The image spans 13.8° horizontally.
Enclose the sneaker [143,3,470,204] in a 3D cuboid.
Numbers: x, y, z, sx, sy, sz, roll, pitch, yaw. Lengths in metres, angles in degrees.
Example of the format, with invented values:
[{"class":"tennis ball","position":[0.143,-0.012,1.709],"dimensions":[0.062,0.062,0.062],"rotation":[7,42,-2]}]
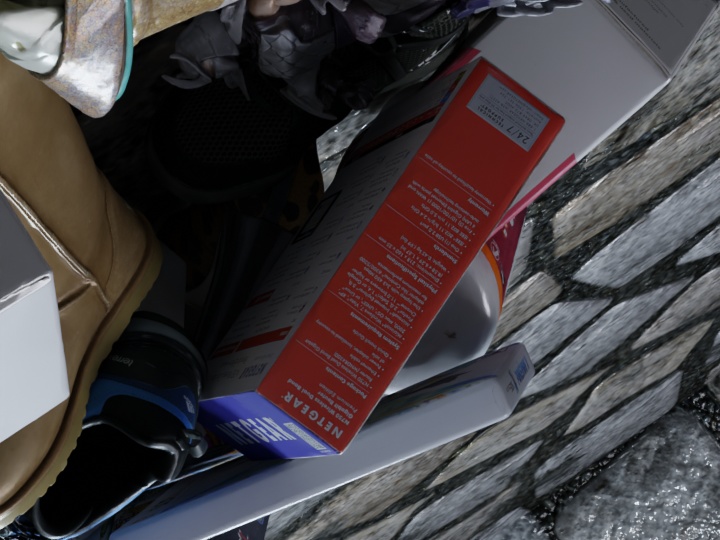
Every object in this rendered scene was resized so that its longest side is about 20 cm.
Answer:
[{"class":"sneaker","position":[-0.018,-0.111,1.416],"dimensions":[0.199,0.076,0.114],"rotation":[-31,165,-26]}]

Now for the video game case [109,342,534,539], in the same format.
[{"class":"video game case","position":[-0.014,0.088,1.452],"dimensions":[0.199,0.022,0.182],"rotation":[-22,-179,8]}]

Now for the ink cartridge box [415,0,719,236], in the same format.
[{"class":"ink cartridge box","position":[0.109,-0.116,1.555],"dimensions":[0.146,0.083,0.200],"rotation":[-42,-176,29]}]

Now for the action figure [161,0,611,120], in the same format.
[{"class":"action figure","position":[0.006,-0.117,1.324],"dimensions":[0.199,0.070,0.130],"rotation":[-18,173,-8]}]

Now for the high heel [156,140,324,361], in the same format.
[{"class":"high heel","position":[-0.056,-0.039,1.552],"dimensions":[0.200,0.071,0.143],"rotation":[-106,-144,-69]}]

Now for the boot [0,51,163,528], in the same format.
[{"class":"boot","position":[-0.167,-0.003,1.243],"dimensions":[0.176,0.066,0.200],"rotation":[-65,154,-19]}]

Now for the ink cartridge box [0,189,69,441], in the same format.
[{"class":"ink cartridge box","position":[-0.185,-0.034,1.007],"dimensions":[0.084,0.200,0.146],"rotation":[-31,166,-12]}]

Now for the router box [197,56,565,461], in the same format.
[{"class":"router box","position":[0.000,0.000,1.360],"dimensions":[0.180,0.049,0.200],"rotation":[-56,-172,-11]}]

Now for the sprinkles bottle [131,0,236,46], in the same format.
[{"class":"sprinkles bottle","position":[-0.035,-0.155,1.233],"dimensions":[0.199,0.068,0.068],"rotation":[-26,164,-31]}]

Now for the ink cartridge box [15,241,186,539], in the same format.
[{"class":"ink cartridge box","position":[-0.180,0.070,1.476],"dimensions":[0.200,0.083,0.147],"rotation":[-41,-153,24]}]

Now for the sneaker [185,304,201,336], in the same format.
[{"class":"sneaker","position":[-0.135,0.038,1.642],"dimensions":[0.083,0.072,0.200],"rotation":[-45,163,33]}]

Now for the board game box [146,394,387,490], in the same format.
[{"class":"board game box","position":[-0.099,0.091,1.615],"dimensions":[0.199,0.041,0.200],"rotation":[-23,172,38]}]

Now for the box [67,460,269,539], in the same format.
[{"class":"box","position":[-0.125,0.206,1.559],"dimensions":[0.136,0.038,0.201],"rotation":[-20,-139,35]}]

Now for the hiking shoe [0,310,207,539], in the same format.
[{"class":"hiking shoe","position":[-0.161,0.091,1.350],"dimensions":[0.199,0.074,0.087],"rotation":[-31,-149,17]}]

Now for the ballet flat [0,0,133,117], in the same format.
[{"class":"ballet flat","position":[-0.122,-0.126,1.115],"dimensions":[0.067,0.068,0.200],"rotation":[-22,146,-25]}]

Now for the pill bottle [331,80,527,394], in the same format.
[{"class":"pill bottle","position":[0.033,-0.024,1.612],"dimensions":[0.110,0.110,0.200],"rotation":[-41,-166,26]}]
